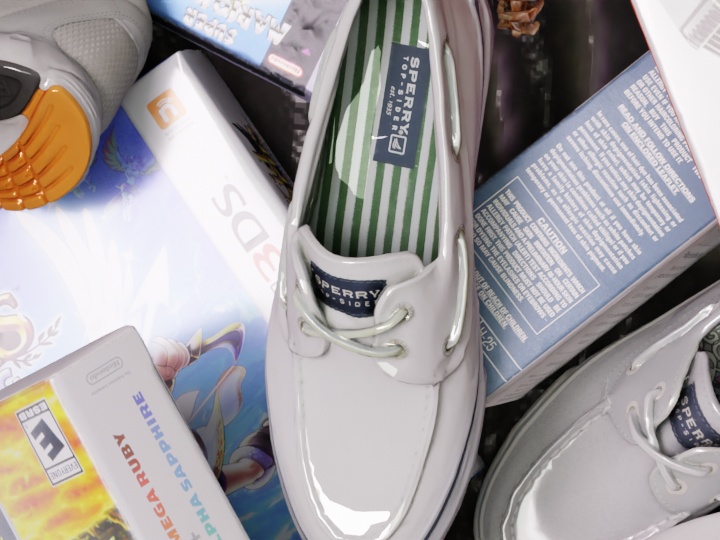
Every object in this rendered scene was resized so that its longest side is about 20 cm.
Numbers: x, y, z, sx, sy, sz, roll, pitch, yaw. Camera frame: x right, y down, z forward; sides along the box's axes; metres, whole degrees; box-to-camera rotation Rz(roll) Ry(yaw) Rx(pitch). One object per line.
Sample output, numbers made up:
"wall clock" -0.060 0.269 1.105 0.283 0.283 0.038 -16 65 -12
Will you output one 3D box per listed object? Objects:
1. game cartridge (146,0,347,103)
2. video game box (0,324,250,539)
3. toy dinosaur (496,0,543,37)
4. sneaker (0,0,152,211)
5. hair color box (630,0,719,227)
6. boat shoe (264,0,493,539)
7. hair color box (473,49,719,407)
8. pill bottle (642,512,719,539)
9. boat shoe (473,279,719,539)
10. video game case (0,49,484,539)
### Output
"game cartridge" -0.043 -0.145 1.055 0.199 0.038 0.130 27 92 7
"video game box" -0.098 0.132 0.980 0.200 0.047 0.183 -27 96 47
"toy dinosaur" 0.096 -0.171 1.002 0.135 0.102 0.201 21 97 15
"sneaker" -0.156 -0.065 1.061 0.199 0.092 0.076 1 125 31
"hair color box" 0.138 -0.090 0.909 0.110 0.064 0.201 -22 90 10
"boat shoe" 0.000 0.000 0.937 0.073 0.067 0.201 3 93 15
"hair color box" 0.106 -0.038 1.000 0.200 0.100 0.061 -38 83 9
"pill bottle" 0.144 0.188 0.986 0.114 0.114 0.201 -13 104 10
"boat shoe" 0.121 0.045 1.017 0.199 0.069 0.072 -32 87 9
"video game case" -0.088 0.052 1.065 0.200 0.045 0.182 -35 86 9
